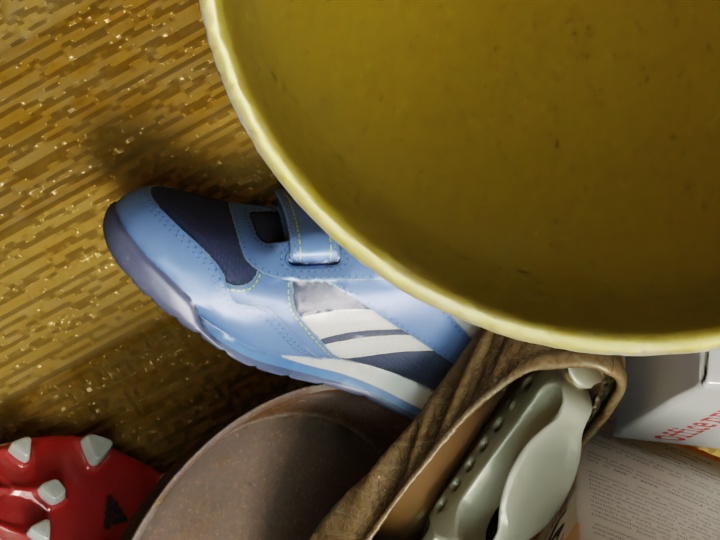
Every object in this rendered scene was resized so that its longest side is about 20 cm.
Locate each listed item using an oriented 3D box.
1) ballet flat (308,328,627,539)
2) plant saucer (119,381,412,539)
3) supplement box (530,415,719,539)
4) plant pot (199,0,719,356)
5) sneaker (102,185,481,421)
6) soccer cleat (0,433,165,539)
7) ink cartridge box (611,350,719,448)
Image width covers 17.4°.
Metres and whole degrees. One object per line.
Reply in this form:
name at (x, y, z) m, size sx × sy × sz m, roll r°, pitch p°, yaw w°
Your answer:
ballet flat at (0.034, 0.094, 0.859) m, size 0.068 × 0.072 × 0.200 m, roll 31°, pitch 104°, yaw -27°
plant saucer at (-0.033, 0.137, 0.925) m, size 0.199 × 0.034 × 0.202 m, roll -15°, pitch 114°, yaw -38°
supplement box at (0.084, 0.140, 0.868) m, size 0.073 × 0.200 × 0.127 m, roll 23°, pitch 103°, yaw -2°
plant pot at (0.071, -0.101, 0.590) m, size 0.198 × 0.142 × 0.201 m, roll 5°, pitch 120°, yaw 9°
sneaker at (0.000, 0.000, 0.890) m, size 0.199 × 0.074 × 0.083 m, roll 19°, pitch 114°, yaw -20°
soccer cleat at (-0.157, 0.106, 0.941) m, size 0.199 × 0.069 × 0.085 m, roll 7°, pitch 150°, yaw -21°
ink cartridge box at (0.200, 0.023, 0.859) m, size 0.198 × 0.145 × 0.084 m, roll 5°, pitch 78°, yaw -6°
